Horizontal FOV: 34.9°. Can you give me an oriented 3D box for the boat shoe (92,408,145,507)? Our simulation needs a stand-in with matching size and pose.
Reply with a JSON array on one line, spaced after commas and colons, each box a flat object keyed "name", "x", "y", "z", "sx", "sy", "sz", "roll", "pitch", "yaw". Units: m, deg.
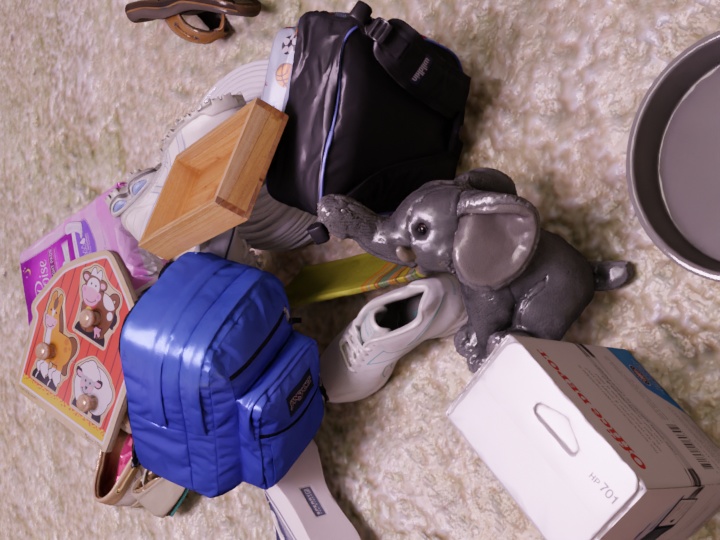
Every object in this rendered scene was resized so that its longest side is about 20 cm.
[{"name": "boat shoe", "x": -0.250, "y": 0.167, "z": 1.266, "sx": 0.073, "sy": 0.069, "sz": 0.202, "roll": 12, "pitch": 93, "yaw": 38}]

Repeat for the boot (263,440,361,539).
[{"name": "boot", "x": -0.069, "y": 0.237, "z": 1.119, "sx": 0.201, "sy": 0.072, "sz": 0.091, "roll": 60, "pitch": 139, "yaw": 39}]

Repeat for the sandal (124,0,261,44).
[{"name": "sandal", "x": -0.185, "y": -0.277, "z": 1.264, "sx": 0.199, "sy": 0.081, "sz": 0.055, "roll": 5, "pitch": 105, "yaw": 37}]

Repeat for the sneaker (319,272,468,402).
[{"name": "sneaker", "x": 0.015, "y": 0.059, "z": 1.065, "sx": 0.200, "sy": 0.080, "sz": 0.071, "roll": -39, "pitch": 64, "yaw": 30}]

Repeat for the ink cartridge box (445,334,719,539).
[{"name": "ink cartridge box", "x": 0.178, "y": 0.130, "z": 0.850, "sx": 0.086, "sy": 0.199, "sz": 0.147, "roll": -52, "pitch": 57, "yaw": 21}]

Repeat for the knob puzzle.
[{"name": "knob puzzle", "x": -0.309, "y": 0.072, "z": 1.256, "sx": 0.218, "sy": 0.030, "sz": 0.222, "roll": -4, "pitch": 83, "yaw": 37}]

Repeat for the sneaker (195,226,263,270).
[{"name": "sneaker", "x": -0.129, "y": -0.003, "z": 1.145, "sx": 0.201, "sy": 0.070, "sz": 0.073, "roll": 106, "pitch": 159, "yaw": -51}]

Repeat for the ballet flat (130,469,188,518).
[{"name": "ballet flat", "x": -0.176, "y": 0.182, "z": 1.201, "sx": 0.200, "sy": 0.069, "sz": 0.070, "roll": -51, "pitch": 58, "yaw": 22}]

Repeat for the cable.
[{"name": "cable", "x": -0.092, "y": -0.122, "z": 1.174, "sx": 0.200, "sy": 0.069, "sz": 0.200, "roll": -49, "pitch": 58, "yaw": 23}]

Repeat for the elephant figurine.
[{"name": "elephant figurine", "x": 0.093, "y": -0.023, "z": 0.933, "sx": 0.141, "sy": 0.155, "sz": 0.201, "roll": -5, "pitch": 125, "yaw": 52}]

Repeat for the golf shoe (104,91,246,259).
[{"name": "golf shoe", "x": -0.166, "y": -0.093, "z": 1.154, "sx": 0.200, "sy": 0.078, "sz": 0.097, "roll": -43, "pitch": 81, "yaw": 31}]

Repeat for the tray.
[{"name": "tray", "x": -0.133, "y": -0.075, "z": 1.007, "sx": 0.200, "sy": 0.037, "sz": 0.099, "roll": -17, "pitch": 50, "yaw": 60}]

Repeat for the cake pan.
[{"name": "cake pan", "x": 0.303, "y": -0.088, "z": 0.880, "sx": 0.199, "sy": 0.037, "sz": 0.202, "roll": -5, "pitch": 81, "yaw": 38}]

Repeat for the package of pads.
[{"name": "package of pads", "x": -0.309, "y": -0.006, "z": 1.329, "sx": 0.199, "sy": 0.075, "sz": 0.121, "roll": -28, "pitch": 66, "yaw": 33}]

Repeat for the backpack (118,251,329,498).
[{"name": "backpack", "x": -0.122, "y": 0.087, "z": 1.052, "sx": 0.167, "sy": 0.163, "sz": 0.201, "roll": 12, "pitch": 133, "yaw": 20}]

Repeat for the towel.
[{"name": "towel", "x": 0.000, "y": 0.000, "z": 1.081, "sx": 0.199, "sy": 0.086, "sz": 0.018, "roll": -14, "pitch": 108, "yaw": 37}]

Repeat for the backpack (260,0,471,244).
[{"name": "backpack", "x": 0.006, "y": -0.133, "z": 1.024, "sx": 0.154, "sy": 0.190, "sz": 0.202, "roll": 27, "pitch": 108, "yaw": 42}]
